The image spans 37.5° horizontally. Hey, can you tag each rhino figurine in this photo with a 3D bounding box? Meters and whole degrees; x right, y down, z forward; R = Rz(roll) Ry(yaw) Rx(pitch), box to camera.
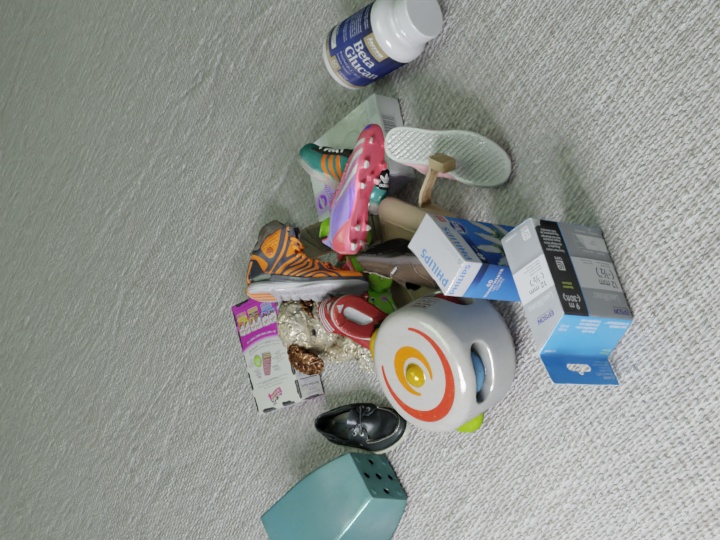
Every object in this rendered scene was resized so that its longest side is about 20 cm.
[{"bbox_3d":[-0.128,-0.019,1.909,0.200,0.059,0.089,43,120,43],"label":"rhino figurine"}]

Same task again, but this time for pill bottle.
[{"bbox_3d":[0.037,-0.377,1.709,0.199,0.110,0.113,-19,71,48],"label":"pill bottle"}]

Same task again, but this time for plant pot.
[{"bbox_3d":[-0.030,0.388,1.683,0.201,0.140,0.142,-50,50,22],"label":"plant pot"}]

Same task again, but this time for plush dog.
[{"bbox_3d":[-0.063,0.086,1.727,0.160,0.170,0.204,-32,63,44],"label":"plush dog"}]

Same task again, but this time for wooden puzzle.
[{"bbox_3d":[0.100,0.002,1.607,0.184,0.037,0.204,26,129,49],"label":"wooden puzzle"}]

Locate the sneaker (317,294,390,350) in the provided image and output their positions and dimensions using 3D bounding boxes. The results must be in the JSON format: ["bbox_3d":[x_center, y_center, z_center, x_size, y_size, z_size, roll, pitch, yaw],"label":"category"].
[{"bbox_3d":[0.021,0.091,1.632,0.079,0.199,0.115,-57,24,-10],"label":"sneaker"}]

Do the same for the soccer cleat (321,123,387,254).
[{"bbox_3d":[-0.012,-0.125,1.615,0.076,0.066,0.204,16,100,34],"label":"soccer cleat"}]

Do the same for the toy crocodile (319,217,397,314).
[{"bbox_3d":[0.000,0.000,1.677,0.202,0.061,0.068,63,156,15],"label":"toy crocodile"}]

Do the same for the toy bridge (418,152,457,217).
[{"bbox_3d":[0.115,-0.080,1.573,0.067,0.027,0.203,31,137,45],"label":"toy bridge"}]

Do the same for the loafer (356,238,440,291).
[{"bbox_3d":[0.061,-0.001,1.558,0.199,0.072,0.072,7,117,59],"label":"loafer"}]

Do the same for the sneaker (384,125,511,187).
[{"bbox_3d":[0.141,-0.173,1.598,0.197,0.104,0.077,15,95,20],"label":"sneaker"}]

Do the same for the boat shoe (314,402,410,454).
[{"bbox_3d":[-0.003,0.247,1.707,0.198,0.066,0.076,-5,61,53],"label":"boat shoe"}]

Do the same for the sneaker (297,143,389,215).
[{"bbox_3d":[-0.022,-0.169,1.705,0.199,0.071,0.081,38,114,36],"label":"sneaker"}]

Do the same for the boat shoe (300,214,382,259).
[{"bbox_3d":[-0.013,-0.069,1.764,0.197,0.065,0.073,-19,90,28],"label":"boat shoe"}]

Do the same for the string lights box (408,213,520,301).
[{"bbox_3d":[0.171,-0.013,1.431,0.059,0.198,0.103,-59,47,27],"label":"string lights box"}]

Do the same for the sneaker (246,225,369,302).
[{"bbox_3d":[-0.082,-0.015,1.647,0.196,0.078,0.114,0,69,9],"label":"sneaker"}]

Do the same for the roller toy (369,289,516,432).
[{"bbox_3d":[0.112,0.125,1.495,0.201,0.139,0.183,50,135,18],"label":"roller toy"}]

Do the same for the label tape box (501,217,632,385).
[{"bbox_3d":[0.272,0.040,1.343,0.066,0.142,0.203,-40,56,40],"label":"label tape box"}]

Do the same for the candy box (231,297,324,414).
[{"bbox_3d":[-0.148,0.141,1.885,0.135,0.060,0.204,-22,80,47],"label":"candy box"}]

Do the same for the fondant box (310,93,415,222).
[{"bbox_3d":[-0.004,-0.180,1.778,0.199,0.058,0.147,-33,61,45],"label":"fondant box"}]
